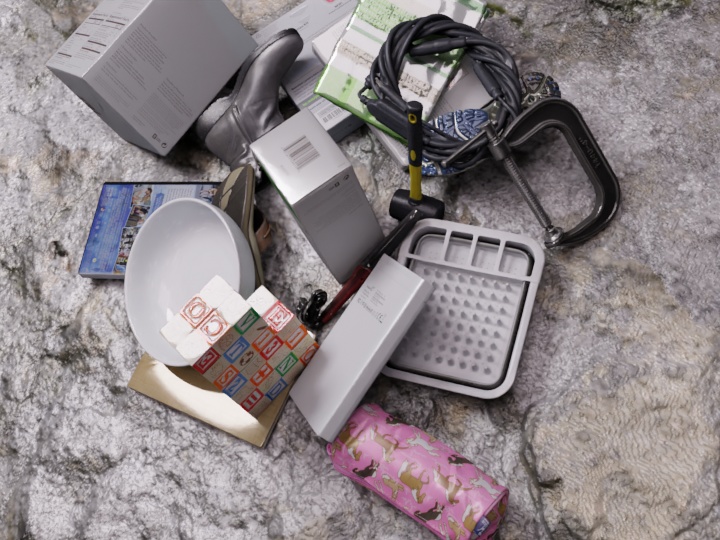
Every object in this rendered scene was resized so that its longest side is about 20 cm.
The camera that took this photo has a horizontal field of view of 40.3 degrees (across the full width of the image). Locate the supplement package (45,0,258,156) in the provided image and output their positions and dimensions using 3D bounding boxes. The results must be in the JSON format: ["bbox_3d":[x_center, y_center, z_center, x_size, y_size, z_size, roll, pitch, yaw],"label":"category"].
[{"bbox_3d":[-0.275,-0.285,1.297,0.200,0.152,0.150,-52,38,-10],"label":"supplement package"}]

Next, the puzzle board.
[{"bbox_3d":[-0.169,0.113,1.202,0.199,0.017,0.151,20,72,20],"label":"puzzle board"}]

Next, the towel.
[{"bbox_3d":[0.050,-0.273,1.213,0.149,0.031,0.201,29,90,4],"label":"towel"}]

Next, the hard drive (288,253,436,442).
[{"bbox_3d":[-0.001,0.082,1.101,0.200,0.027,0.132,-55,22,1],"label":"hard drive"}]

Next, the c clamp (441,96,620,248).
[{"bbox_3d":[0.208,-0.105,1.130,0.171,0.027,0.200,-44,107,-10],"label":"c clamp"}]

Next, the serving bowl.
[{"bbox_3d":[-0.196,0.016,1.182,0.199,0.066,0.201,-4,83,36],"label":"serving bowl"}]

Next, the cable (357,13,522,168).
[{"bbox_3d":[0.107,-0.212,1.160,0.200,0.051,0.163,33,77,14],"label":"cable"}]

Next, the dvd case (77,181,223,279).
[{"bbox_3d":[-0.262,-0.054,1.288,0.199,0.018,0.143,1,62,14],"label":"dvd case"}]

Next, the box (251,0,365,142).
[{"bbox_3d":[-0.036,-0.282,1.323,0.156,0.041,0.200,-34,65,-3],"label":"box"}]

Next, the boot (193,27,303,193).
[{"bbox_3d":[-0.112,-0.202,1.273,0.132,0.070,0.200,47,107,18],"label":"boot"}]

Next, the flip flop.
[{"bbox_3d":[-0.140,-0.034,1.223,0.081,0.057,0.201,-24,70,41],"label":"flip flop"}]

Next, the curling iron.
[{"bbox_3d":[0.000,0.000,1.171,0.200,0.050,0.026,-41,53,7],"label":"curling iron"}]

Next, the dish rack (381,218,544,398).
[{"bbox_3d":[0.115,0.046,1.143,0.171,0.044,0.201,12,71,17],"label":"dish rack"}]

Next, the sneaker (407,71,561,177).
[{"bbox_3d":[0.155,-0.161,1.201,0.199,0.085,0.077,-24,72,4],"label":"sneaker"}]

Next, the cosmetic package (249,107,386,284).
[{"bbox_3d":[-0.041,-0.082,1.148,0.085,0.200,0.108,-34,59,-4],"label":"cosmetic package"}]

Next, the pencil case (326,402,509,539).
[{"bbox_3d":[0.061,0.224,1.061,0.200,0.086,0.083,31,115,24],"label":"pencil case"}]

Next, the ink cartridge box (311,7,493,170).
[{"bbox_3d":[0.065,-0.258,1.244,0.176,0.045,0.200,-37,88,-2],"label":"ink cartridge box"}]

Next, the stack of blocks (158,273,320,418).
[{"bbox_3d":[-0.126,0.078,1.085,0.059,0.200,0.115,40,81,26],"label":"stack of blocks"}]

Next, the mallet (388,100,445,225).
[{"bbox_3d":[0.073,-0.117,1.142,0.066,0.200,0.041,23,59,11],"label":"mallet"}]
